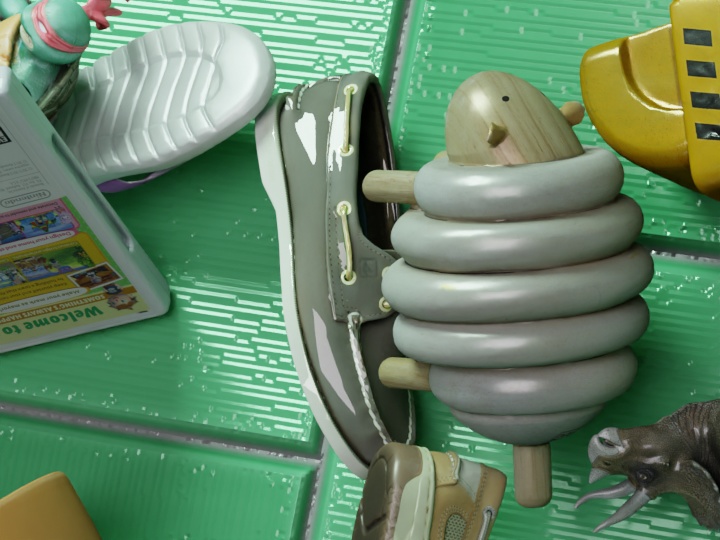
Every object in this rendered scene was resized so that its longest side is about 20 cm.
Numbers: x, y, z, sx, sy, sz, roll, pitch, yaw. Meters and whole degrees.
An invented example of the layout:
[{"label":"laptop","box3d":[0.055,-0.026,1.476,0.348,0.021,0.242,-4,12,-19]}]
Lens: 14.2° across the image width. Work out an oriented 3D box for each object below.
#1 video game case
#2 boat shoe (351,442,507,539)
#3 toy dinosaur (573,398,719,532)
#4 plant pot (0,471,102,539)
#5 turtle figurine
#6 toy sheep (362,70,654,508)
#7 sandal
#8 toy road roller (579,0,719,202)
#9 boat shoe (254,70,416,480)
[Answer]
[{"label":"video game case","box3d":[-0.221,-0.016,1.434,0.199,0.182,0.022,-13,49,18]},{"label":"boat shoe","box3d":[0.027,0.184,1.355,0.076,0.072,0.201,11,100,-15]},{"label":"toy dinosaur","box3d":[0.206,0.088,1.311,0.199,0.077,0.103,18,105,15]},{"label":"plant pot","box3d":[-0.184,0.209,1.373,0.200,0.200,0.140,-37,85,10]},{"label":"turtle figurine","box3d":[-0.195,-0.101,1.449,0.101,0.150,0.200,40,133,-14]},{"label":"toy sheep","box3d":[0.070,0.009,1.324,0.137,0.138,0.201,-4,102,20]},{"label":"sandal","box3d":[-0.118,-0.070,1.475,0.202,0.050,0.083,-18,55,31]},{"label":"toy road roller","box3d":[0.184,-0.054,1.317,0.145,0.123,0.201,-15,71,32]},{"label":"boat shoe","box3d":[-0.001,-0.001,1.400,0.060,0.072,0.203,-20,69,21]}]
